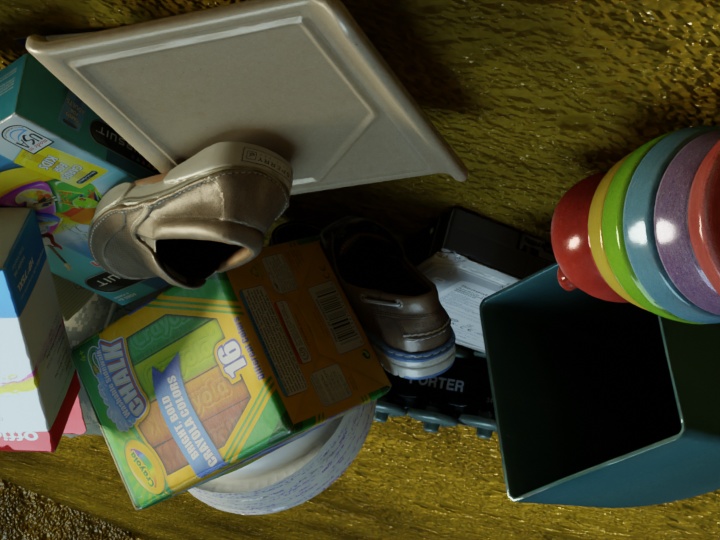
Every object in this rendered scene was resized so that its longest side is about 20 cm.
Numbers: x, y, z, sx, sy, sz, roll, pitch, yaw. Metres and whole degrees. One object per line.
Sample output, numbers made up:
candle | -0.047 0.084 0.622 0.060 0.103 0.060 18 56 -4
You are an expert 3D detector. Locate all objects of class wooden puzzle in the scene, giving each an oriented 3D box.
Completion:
wooden puzzle | -0.059 -0.096 0.893 0.199 0.037 0.185 -2 154 26

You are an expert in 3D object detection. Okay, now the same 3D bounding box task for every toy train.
toy train | 0.086 0.106 1.401 0.199 0.086 0.114 6 169 32

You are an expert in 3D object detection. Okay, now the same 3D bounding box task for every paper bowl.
paper bowl | -0.094 0.094 1.320 0.200 0.201 0.104 9 159 23

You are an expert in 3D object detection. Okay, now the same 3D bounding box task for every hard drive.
hard drive | 0.092 0.016 1.183 0.139 0.038 0.200 21 162 -13

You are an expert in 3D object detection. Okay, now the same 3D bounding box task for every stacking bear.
stacking bear | 0.177 -0.022 0.878 0.113 0.122 0.200 21 170 -21

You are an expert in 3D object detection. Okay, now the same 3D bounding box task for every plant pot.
plant pot | 0.204 0.080 1.056 0.200 0.142 0.141 17 146 -41

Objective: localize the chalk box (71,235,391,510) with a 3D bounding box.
chalk box | -0.106 0.078 1.095 0.200 0.125 0.124 -31 172 33

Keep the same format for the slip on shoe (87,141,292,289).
slip on shoe | -0.110 -0.018 0.967 0.076 0.061 0.200 25 153 -32

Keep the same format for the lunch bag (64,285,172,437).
lunch bag | -0.200 0.041 1.261 0.164 0.201 0.117 -3 153 46

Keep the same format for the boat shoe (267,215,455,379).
boat shoe | 0.000 0.000 1.137 0.200 0.072 0.073 32 135 42

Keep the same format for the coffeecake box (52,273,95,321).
coffeecake box | -0.295 -0.046 1.190 0.200 0.073 0.154 1 127 42

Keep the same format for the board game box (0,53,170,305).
board game box | -0.184 -0.051 1.042 0.151 0.047 0.200 -21 143 40

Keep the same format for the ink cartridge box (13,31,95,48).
ink cartridge box | -0.123 -0.115 0.989 0.200 0.037 0.095 5 160 39

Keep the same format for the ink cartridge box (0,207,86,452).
ink cartridge box | -0.260 0.056 1.060 0.116 0.067 0.200 0 128 9
